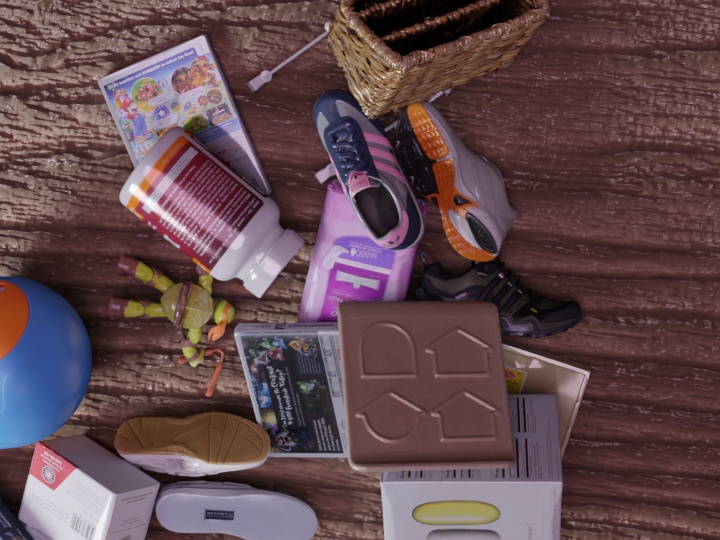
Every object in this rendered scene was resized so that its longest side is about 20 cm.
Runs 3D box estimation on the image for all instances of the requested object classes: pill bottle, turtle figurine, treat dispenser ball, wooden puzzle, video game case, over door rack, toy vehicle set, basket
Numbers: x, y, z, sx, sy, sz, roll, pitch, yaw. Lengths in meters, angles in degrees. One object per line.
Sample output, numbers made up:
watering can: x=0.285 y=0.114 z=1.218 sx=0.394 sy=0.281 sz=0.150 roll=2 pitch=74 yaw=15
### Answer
pill bottle: x=-0.167 y=-0.063 z=1.648 sx=0.200 sy=0.113 sz=0.113 roll=39 pitch=104 yaw=-2
turtle figurine: x=-0.218 y=0.047 z=1.721 sx=0.160 sy=0.064 sz=0.201 roll=13 pitch=104 yaw=4
treat dispenser ball: x=-0.416 y=0.107 z=1.687 sx=0.200 sy=0.201 sz=0.202 roll=1 pitch=103 yaw=6
wooden puzzle: x=0.068 y=0.128 z=1.576 sx=0.184 sy=0.046 sz=0.201 roll=0 pitch=64 yaw=-12
video game case: x=-0.042 y=0.143 z=1.695 sx=0.181 sy=0.023 sz=0.201 roll=-1 pitch=127 yaw=13
over door rack: x=-0.014 y=-0.208 z=1.640 sx=0.200 sy=0.067 sz=0.148 roll=-34 pitch=96 yaw=12
toy vehicle set: x=0.162 y=0.145 z=1.717 sx=0.199 sy=0.027 sz=0.125 roll=18 pitch=104 yaw=3
video game case: x=-0.207 y=-0.159 z=1.698 sx=0.142 sy=0.018 sz=0.201 roll=-21 pitch=99 yaw=11
basket: x=0.077 y=-0.275 z=1.532 sx=0.199 sy=0.149 sz=0.143 roll=-22 pitch=80 yaw=-17

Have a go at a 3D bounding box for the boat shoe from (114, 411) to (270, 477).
boat shoe: x=-0.198 y=0.219 z=1.758 sx=0.199 sy=0.071 sz=0.069 roll=2 pitch=142 yaw=17

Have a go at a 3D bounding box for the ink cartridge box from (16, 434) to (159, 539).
ink cartridge box: x=-0.344 y=0.324 z=1.760 sx=0.146 sy=0.083 sz=0.201 roll=26 pitch=107 yaw=32

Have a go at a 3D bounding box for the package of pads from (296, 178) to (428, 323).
package of pads: x=0.000 y=0.000 z=1.679 sx=0.120 sy=0.076 sz=0.201 roll=14 pitch=104 yaw=2

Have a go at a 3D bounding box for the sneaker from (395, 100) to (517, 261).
sneaker: x=0.111 y=-0.113 z=1.633 sx=0.075 sy=0.092 sz=0.201 roll=-11 pitch=117 yaw=41

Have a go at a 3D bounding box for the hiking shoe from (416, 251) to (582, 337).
hiking shoe: x=0.162 y=0.024 z=1.664 sx=0.199 sy=0.076 sz=0.101 roll=3 pitch=90 yaw=-6

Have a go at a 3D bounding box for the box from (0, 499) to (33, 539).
box: x=-0.497 y=0.345 z=1.780 sx=0.200 sy=0.051 sz=0.158 roll=44 pitch=110 yaw=27

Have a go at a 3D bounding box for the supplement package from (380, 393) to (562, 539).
supplement package: x=0.128 y=0.260 z=1.651 sx=0.199 sy=0.147 sz=0.192 roll=-1 pitch=126 yaw=5

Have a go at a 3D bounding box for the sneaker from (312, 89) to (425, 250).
sneaker: x=0.003 y=-0.114 z=1.580 sx=0.070 sy=0.082 sz=0.201 roll=-34 pitch=83 yaw=19

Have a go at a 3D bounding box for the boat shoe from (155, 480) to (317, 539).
boat shoe: x=-0.151 y=0.289 z=1.767 sx=0.199 sy=0.065 sz=0.074 roll=13 pitch=105 yaw=-9
